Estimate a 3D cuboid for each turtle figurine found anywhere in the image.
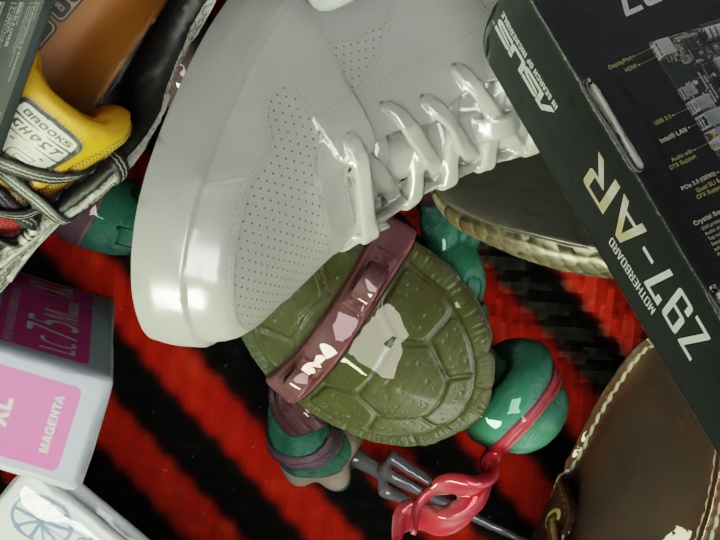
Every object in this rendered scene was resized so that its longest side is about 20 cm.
[{"bbox_3d":[0.000,0.000,0.870,0.200,0.101,0.150,35,102,-7],"label":"turtle figurine"}]

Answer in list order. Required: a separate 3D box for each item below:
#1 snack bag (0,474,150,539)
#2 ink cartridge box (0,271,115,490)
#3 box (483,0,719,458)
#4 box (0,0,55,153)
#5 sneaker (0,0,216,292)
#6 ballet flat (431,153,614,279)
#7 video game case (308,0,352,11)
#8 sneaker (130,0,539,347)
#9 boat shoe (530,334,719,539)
[{"bbox_3d":[-0.083,0.164,0.907,0.188,0.021,0.200,41,128,-11],"label":"snack bag"},{"bbox_3d":[-0.170,0.007,0.848,0.199,0.119,0.042,15,99,-7],"label":"ink cartridge box"},{"bbox_3d":[0.155,-0.039,0.746,0.199,0.044,0.161,-25,74,-19],"label":"box"},{"bbox_3d":[-0.148,-0.089,0.701,0.158,0.046,0.201,25,103,18],"label":"box"},{"bbox_3d":[-0.102,-0.036,0.744,0.078,0.082,0.200,32,94,-26],"label":"sneaker"},{"bbox_3d":[0.119,-0.014,0.827,0.199,0.068,0.046,2,142,2],"label":"ballet flat"},{"bbox_3d":[0.011,-0.195,0.784,0.181,0.023,0.201,-32,95,-28],"label":"video game case"},{"bbox_3d":[0.029,-0.048,0.783,0.115,0.200,0.074,18,144,22],"label":"sneaker"},{"bbox_3d":[0.079,0.099,0.879,0.070,0.070,0.201,-12,130,-28],"label":"boat shoe"}]
